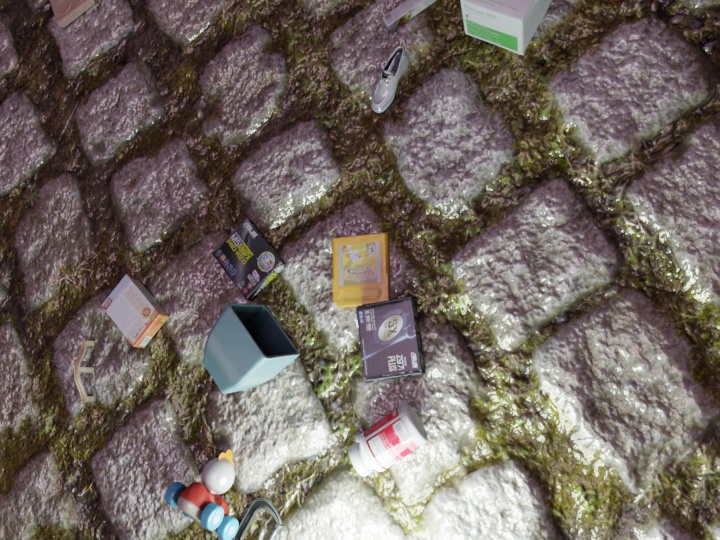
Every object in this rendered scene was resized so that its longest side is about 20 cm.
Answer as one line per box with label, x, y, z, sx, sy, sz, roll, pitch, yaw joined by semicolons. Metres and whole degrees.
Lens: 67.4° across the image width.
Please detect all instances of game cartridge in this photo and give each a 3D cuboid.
game cartridge;0.000;0.000;1.565;0.171;0.032;0.207;-5;77;16

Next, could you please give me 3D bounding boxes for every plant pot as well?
plant pot;-0.334;0.237;1.547;0.200;0.195;0.197;-45;71;13

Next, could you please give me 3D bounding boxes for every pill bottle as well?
pill bottle;0.070;0.449;1.415;0.198;0.112;0.114;-35;72;8

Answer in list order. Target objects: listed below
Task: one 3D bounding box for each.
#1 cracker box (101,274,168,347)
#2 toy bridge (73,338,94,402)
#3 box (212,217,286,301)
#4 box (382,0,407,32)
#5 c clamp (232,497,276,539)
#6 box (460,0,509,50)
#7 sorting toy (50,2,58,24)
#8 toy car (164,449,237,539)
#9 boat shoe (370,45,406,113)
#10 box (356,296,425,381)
cracker box;-0.733;0.131;1.755;0.200;0.058;0.135;43;93;19
toy bridge;-0.904;0.326;1.766;0.026;0.067;0.207;-10;77;14
box;-0.345;-0.035;1.672;0.160;0.044;0.201;-43;71;6
box;0.160;-0.813;1.667;0.197;0.039;0.042;-33;73;9
c clamp;-0.277;0.756;1.514;0.168;0.027;0.205;24;89;25
box;0.412;-0.761;1.507;0.196;0.171;0.204;29;89;20
sorting toy;-1.141;-1.083;2.130;0.182;0.036;0.204;-29;77;10
toy car;-0.409;0.615;1.533;0.180;0.179;0.202;11;54;32
boat shoe;0.080;-0.582;1.632;0.072;0.067;0.205;22;87;20
box;0.083;0.189;1.474;0.159;0.086;0.207;-10;77;14
